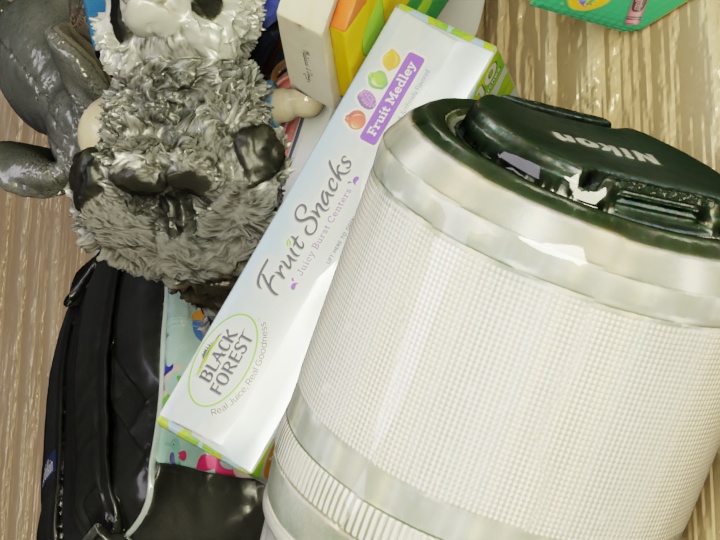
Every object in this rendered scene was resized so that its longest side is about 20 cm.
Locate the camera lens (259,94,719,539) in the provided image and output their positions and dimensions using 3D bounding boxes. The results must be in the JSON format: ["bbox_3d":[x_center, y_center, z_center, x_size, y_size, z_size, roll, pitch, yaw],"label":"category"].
[{"bbox_3d":[0.059,0.044,0.891,0.160,0.160,0.200,49,123,59],"label":"camera lens"}]

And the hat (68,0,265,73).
[{"bbox_3d":[-0.094,-0.151,1.156,0.201,0.081,0.201,-41,37,41],"label":"hat"}]

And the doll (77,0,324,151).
[{"bbox_3d":[-0.065,-0.120,1.069,0.200,0.136,0.048,-50,-7,20],"label":"doll"}]

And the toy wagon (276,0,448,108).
[{"bbox_3d":[0.028,-0.165,0.985,0.200,0.040,0.155,-56,-16,-18],"label":"toy wagon"}]

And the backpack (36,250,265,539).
[{"bbox_3d":[-0.089,0.072,1.196,0.178,0.151,0.200,-49,41,49],"label":"backpack"}]

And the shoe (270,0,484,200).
[{"bbox_3d":[-0.014,-0.088,1.117,0.091,0.071,0.200,29,99,50],"label":"shoe"}]

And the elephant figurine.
[{"bbox_3d":[-0.152,-0.092,1.391,0.200,0.155,0.142,-98,-5,-59],"label":"elephant figurine"}]

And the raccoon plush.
[{"bbox_3d":[-0.078,-0.056,1.045,0.200,0.097,0.134,95,175,-56],"label":"raccoon plush"}]

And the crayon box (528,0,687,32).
[{"bbox_3d":[0.142,-0.188,0.940,0.200,0.058,0.119,-29,54,58],"label":"crayon box"}]

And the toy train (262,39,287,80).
[{"bbox_3d":[0.009,-0.169,1.180,0.200,0.087,0.114,-66,33,24],"label":"toy train"}]

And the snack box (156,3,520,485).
[{"bbox_3d":[0.000,0.000,1.006,0.200,0.053,0.142,-60,-17,-5],"label":"snack box"}]
